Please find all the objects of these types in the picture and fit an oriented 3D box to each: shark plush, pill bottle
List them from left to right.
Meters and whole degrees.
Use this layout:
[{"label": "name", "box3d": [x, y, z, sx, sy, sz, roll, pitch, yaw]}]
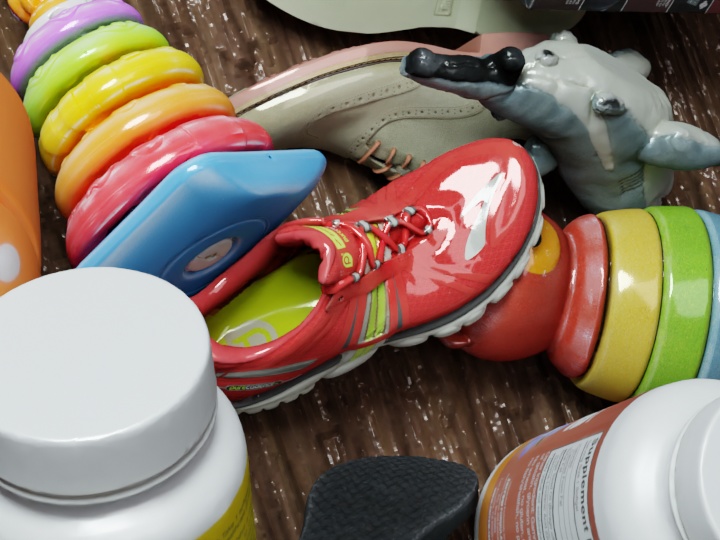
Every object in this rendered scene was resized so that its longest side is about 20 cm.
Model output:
[{"label": "pill bottle", "box3d": [-0.098, 0.106, 0.712, 0.113, 0.201, 0.115, -1, 40, 1]}, {"label": "shark plush", "box3d": [0.101, -0.064, 0.880, 0.199, 0.083, 0.091, 9, 36, -52]}, {"label": "pill bottle", "box3d": [0.139, 0.113, 0.816, 0.111, 0.200, 0.113, 6, 73, -20]}]

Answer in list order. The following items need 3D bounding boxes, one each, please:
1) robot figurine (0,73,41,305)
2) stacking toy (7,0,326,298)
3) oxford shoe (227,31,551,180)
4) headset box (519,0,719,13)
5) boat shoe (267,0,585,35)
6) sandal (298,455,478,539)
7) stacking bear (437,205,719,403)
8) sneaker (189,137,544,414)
[{"label": "robot figurine", "box3d": [-0.190, -0.019, 0.742, 0.116, 0.144, 0.201, 35, 23, -32]}, {"label": "stacking toy", "box3d": [-0.121, -0.085, 0.827, 0.201, 0.110, 0.116, 56, 28, 14]}, {"label": "oxford shoe", "box3d": [0.022, -0.073, 0.897, 0.198, 0.071, 0.075, -10, 84, -23]}, {"label": "headset box", "box3d": [0.133, -0.203, 0.922, 0.199, 0.075, 0.149, -6, 44, -38]}, {"label": "boat shoe", "box3d": [0.022, -0.164, 0.929, 0.198, 0.072, 0.063, 5, 31, -18]}, {"label": "sandal", "box3d": [0.003, 0.134, 0.797, 0.074, 0.200, 0.046, 4, 109, 16]}, {"label": "stacking bear", "box3d": [0.134, 0.015, 0.895, 0.198, 0.114, 0.123, 8, 62, -8]}, {"label": "sneaker", "box3d": [0.000, 0.000, 0.820, 0.199, 0.085, 0.077, -33, 67, -5]}]
